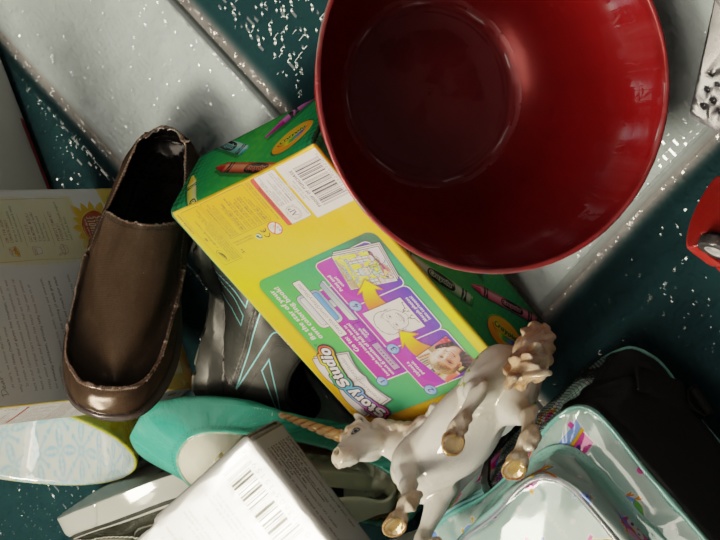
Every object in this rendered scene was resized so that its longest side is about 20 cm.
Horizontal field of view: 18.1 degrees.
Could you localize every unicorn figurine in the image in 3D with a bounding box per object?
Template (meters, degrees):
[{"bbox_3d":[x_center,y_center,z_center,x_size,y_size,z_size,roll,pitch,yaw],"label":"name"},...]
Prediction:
[{"bbox_3d":[0.044,0.098,1.275,0.200,0.138,0.074,-32,112,23],"label":"unicorn figurine"}]

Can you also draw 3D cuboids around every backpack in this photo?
[{"bbox_3d":[0.129,0.172,1.296,0.176,0.153,0.200,47,135,1],"label":"backpack"}]

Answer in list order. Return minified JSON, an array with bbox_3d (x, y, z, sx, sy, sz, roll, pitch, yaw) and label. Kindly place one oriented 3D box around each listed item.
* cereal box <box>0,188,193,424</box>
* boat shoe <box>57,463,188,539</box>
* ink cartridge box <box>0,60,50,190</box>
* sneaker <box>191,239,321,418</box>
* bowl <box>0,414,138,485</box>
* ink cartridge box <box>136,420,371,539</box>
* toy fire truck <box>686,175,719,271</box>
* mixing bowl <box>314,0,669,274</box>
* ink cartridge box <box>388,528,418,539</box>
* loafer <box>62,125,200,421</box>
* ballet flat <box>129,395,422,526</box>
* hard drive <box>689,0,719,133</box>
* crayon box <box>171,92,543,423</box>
[{"bbox_3d":[-0.206,0.021,1.400,0.039,0.199,0.145,-32,70,40],"label":"cereal box"},{"bbox_3d":[-0.121,0.162,1.511,0.199,0.071,0.064,-19,98,37],"label":"boat shoe"},{"bbox_3d":[-0.320,-0.068,1.535,0.199,0.084,0.145,-11,105,38],"label":"ink cartridge box"},{"bbox_3d":[-0.059,0.010,1.412,0.079,0.075,0.201,11,123,14],"label":"sneaker"},{"bbox_3d":[-0.237,0.063,1.508,0.199,0.200,0.108,-9,63,37],"label":"bowl"},{"bbox_3d":[-0.054,0.221,1.355,0.173,0.044,0.200,-42,82,26],"label":"ink cartridge box"},{"bbox_3d":[0.277,0.000,1.157,0.141,0.049,0.200,33,164,-27],"label":"toy fire truck"},{"bbox_3d":[0.055,-0.099,1.220,0.201,0.199,0.108,66,164,-8],"label":"mixing bowl"},{"bbox_3d":[0.039,0.281,1.395,0.145,0.084,0.200,-44,70,27],"label":"ink cartridge box"},{"bbox_3d":[-0.141,-0.005,1.370,0.073,0.201,0.071,5,149,4],"label":"loafer"},{"bbox_3d":[-0.051,0.122,1.400,0.199,0.071,0.068,6,124,6],"label":"ballet flat"},{"bbox_3d":[0.273,-0.104,1.140,0.199,0.042,0.136,22,121,24],"label":"hard drive"},{"bbox_3d":[0.000,0.000,1.320,0.118,0.058,0.200,-23,118,38],"label":"crayon box"}]
